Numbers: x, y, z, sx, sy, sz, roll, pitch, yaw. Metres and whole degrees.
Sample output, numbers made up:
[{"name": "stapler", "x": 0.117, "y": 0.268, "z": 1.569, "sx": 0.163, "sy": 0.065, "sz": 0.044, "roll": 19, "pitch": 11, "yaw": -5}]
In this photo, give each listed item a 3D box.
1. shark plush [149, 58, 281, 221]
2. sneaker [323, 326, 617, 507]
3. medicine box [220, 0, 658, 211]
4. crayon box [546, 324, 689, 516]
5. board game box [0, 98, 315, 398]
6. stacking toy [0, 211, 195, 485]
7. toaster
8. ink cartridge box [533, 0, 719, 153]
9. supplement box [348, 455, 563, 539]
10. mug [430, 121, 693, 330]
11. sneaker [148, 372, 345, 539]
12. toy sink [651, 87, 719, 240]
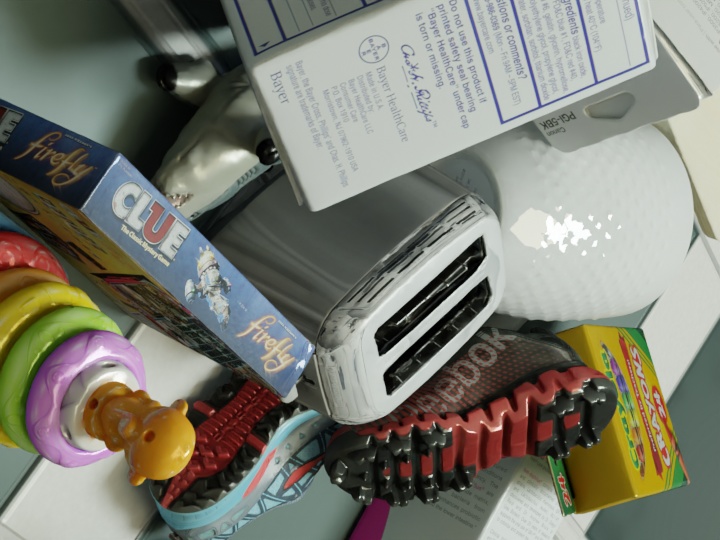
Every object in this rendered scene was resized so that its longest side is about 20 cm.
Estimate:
[{"name": "shark plush", "x": -0.060, "y": -0.091, "z": 0.990, "sx": 0.200, "sy": 0.090, "sz": 0.084, "roll": -49, "pitch": 164, "yaw": -52}, {"name": "sneaker", "x": 0.062, "y": 0.088, "z": 1.078, "sx": 0.199, "sy": 0.098, "sz": 0.071, "roll": -16, "pitch": 137, "yaw": -17}, {"name": "medicine box", "x": 0.027, "y": -0.155, "z": 0.873, "sx": 0.199, "sy": 0.183, "sz": 0.103, "roll": -22, "pitch": 133, "yaw": 0}, {"name": "crayon box", "x": 0.178, "y": 0.107, "z": 1.207, "sx": 0.200, "sy": 0.050, "sz": 0.128, "roll": 5, "pitch": 67, "yaw": -66}, {"name": "board game box", "x": -0.122, "y": -0.013, "z": 0.869, "sx": 0.035, "sy": 0.135, "sz": 0.200, "roll": -56, "pitch": 141, "yaw": -12}, {"name": "stacking toy", "x": -0.148, "y": 0.054, "z": 0.820, "sx": 0.117, "sy": 0.199, "sz": 0.110, "roll": -57, "pitch": 141, "yaw": -12}, {"name": "toaster", "x": 0.000, "y": 0.000, "z": 1.014, "sx": 0.200, "sy": 0.129, "sz": 0.114, "roll": -40, "pitch": 142, "yaw": -27}, {"name": "ink cartridge box", "x": 0.190, "y": -0.181, "z": 1.033, "sx": 0.083, "sy": 0.146, "sz": 0.200, "roll": 48, "pitch": 60, "yaw": -16}, {"name": "supplement box", "x": 0.073, "y": 0.188, "z": 1.228, "sx": 0.103, "sy": 0.101, "sz": 0.201, "roll": 37, "pitch": 80, "yaw": -51}, {"name": "mug", "x": 0.105, "y": -0.019, "z": 1.138, "sx": 0.174, "sy": 0.148, "sz": 0.201, "roll": -1, "pitch": 131, "yaw": -46}, {"name": "sneaker", "x": -0.055, "y": 0.102, "z": 1.073, "sx": 0.199, "sy": 0.079, "sz": 0.096, "roll": -37, "pitch": 148, "yaw": -24}, {"name": "toy sink", "x": 0.230, "y": -0.141, "z": 1.235, "sx": 0.131, "sy": 0.112, "sz": 0.200, "roll": -52, "pitch": 137, "yaw": -17}]
